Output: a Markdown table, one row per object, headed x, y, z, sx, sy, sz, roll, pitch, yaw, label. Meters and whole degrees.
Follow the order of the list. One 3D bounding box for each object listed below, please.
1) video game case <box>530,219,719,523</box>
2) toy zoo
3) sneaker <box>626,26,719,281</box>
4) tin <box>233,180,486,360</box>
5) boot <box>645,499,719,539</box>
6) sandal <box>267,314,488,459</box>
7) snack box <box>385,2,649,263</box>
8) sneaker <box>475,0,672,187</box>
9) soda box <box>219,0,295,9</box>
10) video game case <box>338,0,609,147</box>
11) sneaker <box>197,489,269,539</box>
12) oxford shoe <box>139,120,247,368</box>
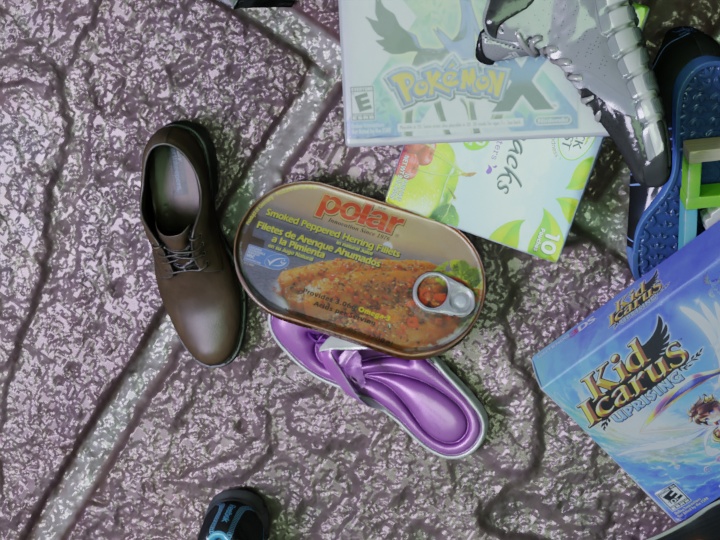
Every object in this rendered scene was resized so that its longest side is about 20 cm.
| x | y | z | sx | sy | sz | roll | pitch | yaw | label |
| --- | --- | --- | --- | --- | --- | --- | --- | --- | --- |
| 0.261 | 0.074 | 1.087 | 0.200 | 0.046 | 0.181 | -38 | 115 | 17 | video game case |
| 0.300 | -0.009 | 1.080 | 0.131 | 0.020 | 0.201 | -6 | 122 | 0 | toy zoo |
| 0.236 | -0.084 | 1.091 | 0.070 | 0.078 | 0.201 | 2 | 124 | -10 | sneaker |
| 0.000 | 0.000 | 1.140 | 0.199 | 0.042 | 0.112 | 18 | 83 | 6 | tin |
| 0.272 | 0.253 | 1.155 | 0.199 | 0.073 | 0.145 | -16 | 140 | -14 | boot |
| 0.016 | 0.078 | 1.165 | 0.202 | 0.050 | 0.083 | 32 | 104 | 2 | sandal |
| 0.118 | -0.125 | 1.105 | 0.142 | 0.053 | 0.201 | 19 | 102 | 4 | snack box |
| 0.143 | -0.143 | 1.019 | 0.115 | 0.075 | 0.201 | -16 | 84 | 14 | sneaker |
| -0.082 | -0.231 | 1.043 | 0.071 | 0.200 | 0.063 | 31 | 103 | 2 | soda box |
| 0.083 | -0.185 | 1.063 | 0.199 | 0.022 | 0.183 | -2 | 96 | 9 | video game case |
| -0.116 | 0.287 | 1.213 | 0.073 | 0.082 | 0.201 | 1 | 102 | 8 | sneaker |
| -0.141 | -0.013 | 1.158 | 0.072 | 0.084 | 0.201 | -12 | 101 | 10 | oxford shoe |
